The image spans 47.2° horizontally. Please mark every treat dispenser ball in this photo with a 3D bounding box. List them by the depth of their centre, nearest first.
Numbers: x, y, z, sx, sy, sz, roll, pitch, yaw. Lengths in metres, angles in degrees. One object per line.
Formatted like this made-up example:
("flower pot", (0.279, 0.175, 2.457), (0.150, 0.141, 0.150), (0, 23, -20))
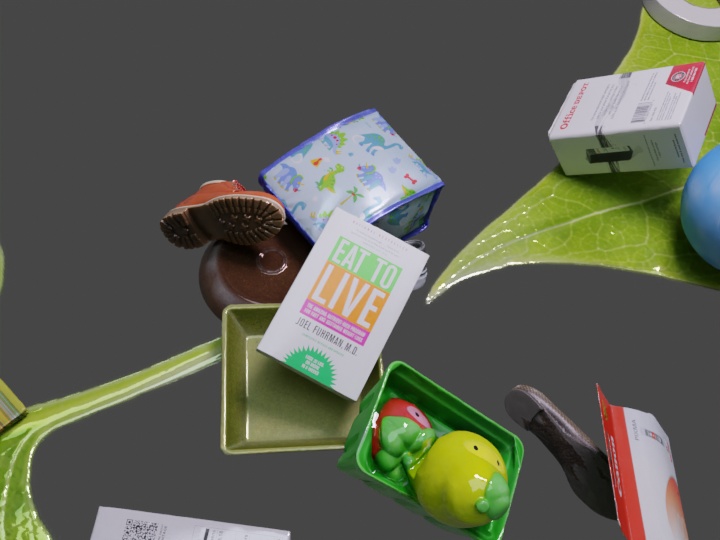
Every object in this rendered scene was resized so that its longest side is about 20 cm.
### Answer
("treat dispenser ball", (0.548, -0.088, 1.135), (0.201, 0.201, 0.201), (2, 57, -3))

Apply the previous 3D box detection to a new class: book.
("book", (-0.021, 0.040, 1.000), (0.134, 0.048, 0.200), (28, 75, -5))

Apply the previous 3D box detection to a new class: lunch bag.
("lunch bag", (-0.016, -0.107, 1.144), (0.200, 0.127, 0.170), (-27, 63, -31))

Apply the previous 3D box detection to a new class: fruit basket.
("fruit basket", (0.095, 0.203, 0.883), (0.215, 0.216, 0.156), (19, 58, 7))

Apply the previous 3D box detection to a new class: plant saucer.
("plant saucer", (-0.072, 0.138, 1.029), (0.200, 0.048, 0.200), (-1, 58, -6))
("plant saucer", (-0.121, -0.005, 1.124), (0.200, 0.037, 0.201), (2, 58, -3))

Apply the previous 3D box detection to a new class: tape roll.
("tape roll", (0.616, -0.499, 1.501), (0.203, 0.037, 0.203), (3, 58, -4))

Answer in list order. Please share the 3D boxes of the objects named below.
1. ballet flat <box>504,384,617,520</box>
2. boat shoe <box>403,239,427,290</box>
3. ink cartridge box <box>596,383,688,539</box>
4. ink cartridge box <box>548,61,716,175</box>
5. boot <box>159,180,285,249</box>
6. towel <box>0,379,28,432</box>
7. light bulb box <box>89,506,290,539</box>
("ballet flat", (0.258, 0.216, 1.007), (0.200, 0.067, 0.046), (46, 32, 25))
("boat shoe", (0.000, 0.000, 1.071), (0.200, 0.071, 0.072), (-16, 28, -33))
("ink cartridge box", (0.319, 0.230, 0.921), (0.050, 0.200, 0.162), (-14, 54, 22))
("ink cartridge box", (0.401, -0.222, 1.222), (0.200, 0.084, 0.144), (2, 48, 40))
("boot", (-0.170, -0.089, 1.112), (0.200, 0.075, 0.107), (-1, 37, 34))
("towel", (-0.498, 0.205, 0.970), (0.086, 0.018, 0.200), (37, 63, 24))
("light bulb box", (-0.182, 0.360, 0.831), (0.200, 0.125, 0.198), (8, 58, 1))
